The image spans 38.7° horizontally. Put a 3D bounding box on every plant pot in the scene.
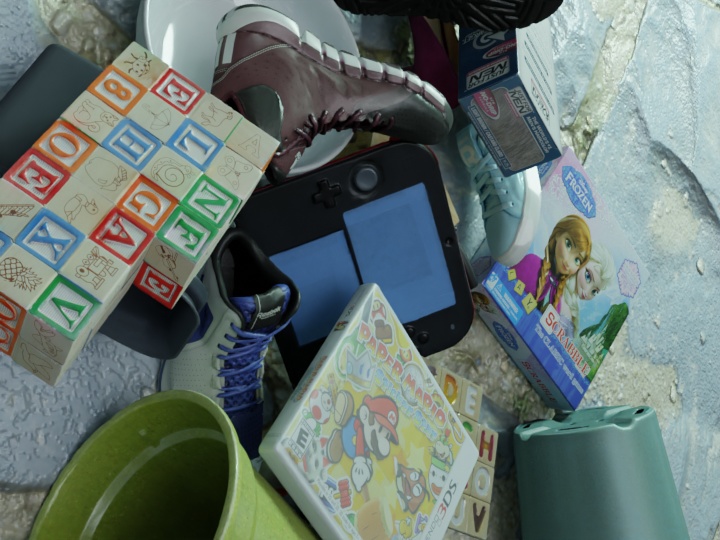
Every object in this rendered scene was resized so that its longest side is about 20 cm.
[{"bbox_3d":[-0.112,0.221,0.751,0.184,0.199,0.202,45,63,-39],"label":"plant pot"},{"bbox_3d":[0.243,0.247,1.041,0.198,0.199,0.200,-7,87,-38],"label":"plant pot"}]

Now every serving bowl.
[{"bbox_3d":[-0.094,-0.162,0.821,0.198,0.066,0.203,13,67,-33],"label":"serving bowl"}]

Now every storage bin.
[{"bbox_3d":[-0.182,-0.049,0.717,0.198,0.146,0.136,30,60,-9],"label":"storage bin"}]

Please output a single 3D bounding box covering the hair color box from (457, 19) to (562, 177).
[{"bbox_3d":[0.135,-0.194,0.938,0.100,0.060,0.202,51,31,-37],"label":"hair color box"}]

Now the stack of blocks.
[{"bbox_3d":[-0.144,-0.032,0.607,0.114,0.059,0.201,34,49,-5],"label":"stack of blocks"}]

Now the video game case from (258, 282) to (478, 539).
[{"bbox_3d":[0.017,0.144,0.817,0.201,0.023,0.183,58,43,-25],"label":"video game case"}]

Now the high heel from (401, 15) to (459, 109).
[{"bbox_3d":[0.078,-0.247,0.956,0.067,0.095,0.204,2,89,-39],"label":"high heel"}]

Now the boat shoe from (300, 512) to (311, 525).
[{"bbox_3d":[-0.022,0.221,0.898,0.200,0.057,0.067,-45,114,-30],"label":"boat shoe"}]

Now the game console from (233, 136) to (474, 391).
[{"bbox_3d":[0.000,0.000,0.869,0.175,0.031,0.203,-22,116,-10],"label":"game console"}]

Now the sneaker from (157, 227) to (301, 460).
[{"bbox_3d":[-0.102,0.054,0.797,0.080,0.114,0.203,-10,96,-37],"label":"sneaker"}]

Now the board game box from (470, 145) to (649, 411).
[{"bbox_3d":[0.214,0.009,1.101,0.201,0.041,0.201,50,61,-27],"label":"board game box"}]

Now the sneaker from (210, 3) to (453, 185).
[{"bbox_3d":[-0.027,-0.106,0.771,0.197,0.076,0.117,20,67,-18],"label":"sneaker"}]

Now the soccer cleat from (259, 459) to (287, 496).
[{"bbox_3d":[-0.014,0.139,0.873,0.198,0.069,0.079,-5,69,-46],"label":"soccer cleat"}]

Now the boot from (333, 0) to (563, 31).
[{"bbox_3d":[0.075,-0.296,0.882,0.207,0.080,0.160,7,57,3],"label":"boot"}]

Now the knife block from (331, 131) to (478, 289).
[{"bbox_3d":[0.048,-0.060,0.952,0.174,0.064,0.203,17,79,-39],"label":"knife block"}]

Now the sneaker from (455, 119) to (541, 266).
[{"bbox_3d":[0.126,-0.104,1.010,0.081,0.074,0.203,11,66,-22],"label":"sneaker"}]

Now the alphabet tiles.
[{"bbox_3d":[0.058,0.164,0.891,0.199,0.007,0.170,30,62,-42],"label":"alphabet tiles"}]
